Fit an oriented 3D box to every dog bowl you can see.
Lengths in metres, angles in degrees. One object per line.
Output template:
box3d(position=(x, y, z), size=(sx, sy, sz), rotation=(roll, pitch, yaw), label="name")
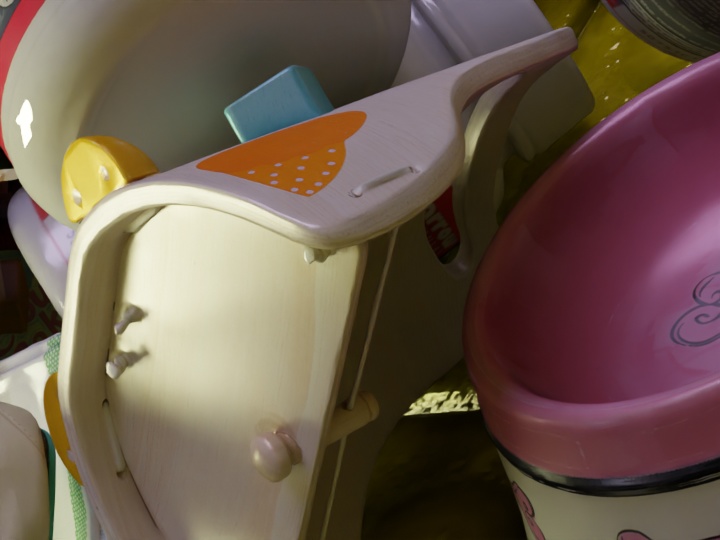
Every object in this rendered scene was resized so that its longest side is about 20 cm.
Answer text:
box3d(position=(0.117, 0.008, 0.675), size=(0.199, 0.074, 0.201), rotation=(-28, 28, 17), label="dog bowl")

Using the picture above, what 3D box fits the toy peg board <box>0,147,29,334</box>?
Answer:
box3d(position=(-0.165, -0.044, 0.881), size=(0.097, 0.201, 0.200), rotation=(-5, 54, 0), label="toy peg board")

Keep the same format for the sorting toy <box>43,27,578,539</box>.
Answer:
box3d(position=(0.000, 0.000, 0.722), size=(0.107, 0.201, 0.180), rotation=(37, 48, 25), label="sorting toy")

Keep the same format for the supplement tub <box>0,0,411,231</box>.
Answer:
box3d(position=(-0.086, -0.121, 0.756), size=(0.140, 0.140, 0.200), rotation=(-36, 58, 2), label="supplement tub")

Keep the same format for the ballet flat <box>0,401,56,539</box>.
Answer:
box3d(position=(-0.126, 0.130, 0.700), size=(0.069, 0.069, 0.201), rotation=(-24, 58, 24), label="ballet flat")

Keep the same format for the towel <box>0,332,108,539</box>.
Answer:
box3d(position=(-0.155, 0.116, 0.797), size=(0.199, 0.031, 0.150), rotation=(-21, 68, 30), label="towel")

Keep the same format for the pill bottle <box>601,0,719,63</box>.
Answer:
box3d(position=(0.147, -0.130, 0.743), size=(0.114, 0.114, 0.200), rotation=(-41, 7, -7), label="pill bottle")

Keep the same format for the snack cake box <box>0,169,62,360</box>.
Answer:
box3d(position=(-0.139, -0.025, 1.040), size=(0.200, 0.067, 0.115), rotation=(-44, 29, -11), label="snack cake box")

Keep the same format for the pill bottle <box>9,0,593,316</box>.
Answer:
box3d(position=(-0.020, -0.039, 0.849), size=(0.200, 0.114, 0.114), rotation=(-37, 27, 2), label="pill bottle")
